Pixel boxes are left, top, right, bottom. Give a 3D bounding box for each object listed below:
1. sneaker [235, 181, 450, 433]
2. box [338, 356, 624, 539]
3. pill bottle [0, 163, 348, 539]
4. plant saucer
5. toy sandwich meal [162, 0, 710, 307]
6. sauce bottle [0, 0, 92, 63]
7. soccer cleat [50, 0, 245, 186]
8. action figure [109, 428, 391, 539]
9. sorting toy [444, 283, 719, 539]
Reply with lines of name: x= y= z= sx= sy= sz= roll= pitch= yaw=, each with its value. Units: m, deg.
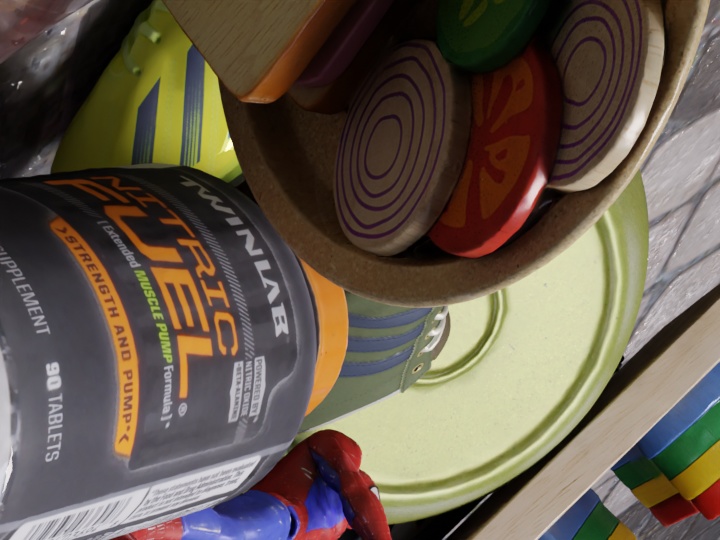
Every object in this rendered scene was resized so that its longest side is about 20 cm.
sneaker: x=0.000 y=0.000 z=0.951 sx=0.089 sy=0.068 sz=0.200 roll=13 pitch=145 yaw=-37
box: x=0.011 y=0.046 z=1.196 sx=0.164 sy=0.086 sz=0.200 roll=-43 pitch=161 yaw=1
pill bottle: x=-0.082 y=0.024 z=0.820 sx=0.106 sy=0.106 sz=0.200 roll=-53 pitch=160 yaw=24
plant saucer: x=0.022 y=0.011 z=1.057 sx=0.199 sy=0.031 sz=0.201 roll=-9 pitch=116 yaw=-19
toy sandwich meal: x=0.007 y=-0.091 z=0.755 sx=0.070 sy=0.206 sz=0.206 roll=9 pitch=127 yaw=-43
sauce bottle: x=-0.082 y=-0.105 z=0.748 sx=0.200 sy=0.066 sz=0.066 roll=-48 pitch=160 yaw=23
soccer cleat: x=-0.034 y=-0.094 z=0.893 sx=0.200 sy=0.065 sz=0.084 roll=-43 pitch=131 yaw=10
action figure: x=-0.026 y=0.110 z=0.948 sx=0.065 sy=0.099 sz=0.200 roll=-43 pitch=171 yaw=23
sorting toy: x=0.102 y=0.098 z=1.197 sx=0.200 sy=0.070 sz=0.199 roll=-43 pitch=177 yaw=-13
